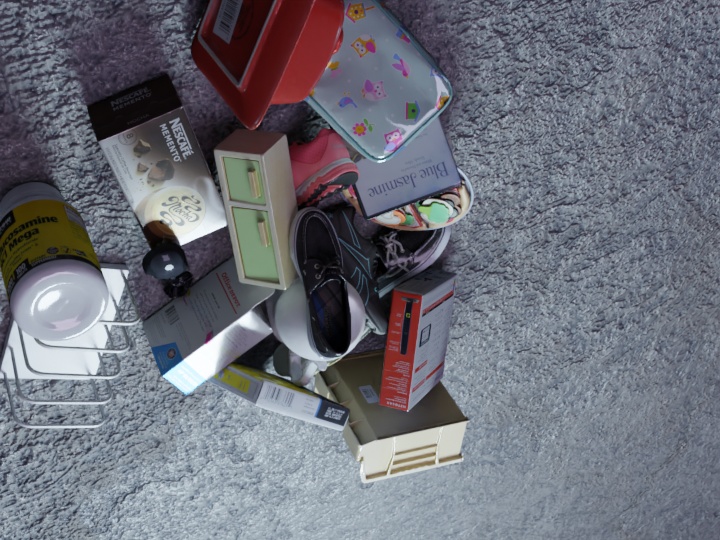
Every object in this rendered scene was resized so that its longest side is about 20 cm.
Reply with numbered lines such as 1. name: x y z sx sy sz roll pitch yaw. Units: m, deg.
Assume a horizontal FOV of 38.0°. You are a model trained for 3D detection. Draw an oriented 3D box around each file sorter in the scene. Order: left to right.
1. file sorter: -0.394 0.104 1.418 0.138 0.125 0.201 5 125 -32

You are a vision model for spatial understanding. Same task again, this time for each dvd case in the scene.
1. dvd case: 0.037 -0.182 1.391 0.142 0.018 0.201 -20 102 8

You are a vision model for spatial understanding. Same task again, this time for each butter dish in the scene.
1. butter dish: -0.084 -0.284 1.219 0.147 0.200 0.201 3 125 -40

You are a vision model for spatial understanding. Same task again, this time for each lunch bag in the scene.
1. lunch bag: 0.005 -0.246 1.329 0.160 0.077 0.200 -43 98 13

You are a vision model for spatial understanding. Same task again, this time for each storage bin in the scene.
1. storage bin: 0.046 0.231 1.722 0.197 0.200 0.094 -8 129 -24

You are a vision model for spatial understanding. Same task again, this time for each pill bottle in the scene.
1. pill bottle: -0.380 -0.018 1.267 0.112 0.200 0.113 -16 133 -18

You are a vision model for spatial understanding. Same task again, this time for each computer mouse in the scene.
1. computer mouse: -0.255 0.010 1.418 0.058 0.034 0.200 -24 166 -8

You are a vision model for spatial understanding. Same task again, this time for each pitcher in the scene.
1. pitcher: -0.068 0.088 1.497 0.120 0.200 0.173 -7 95 -23

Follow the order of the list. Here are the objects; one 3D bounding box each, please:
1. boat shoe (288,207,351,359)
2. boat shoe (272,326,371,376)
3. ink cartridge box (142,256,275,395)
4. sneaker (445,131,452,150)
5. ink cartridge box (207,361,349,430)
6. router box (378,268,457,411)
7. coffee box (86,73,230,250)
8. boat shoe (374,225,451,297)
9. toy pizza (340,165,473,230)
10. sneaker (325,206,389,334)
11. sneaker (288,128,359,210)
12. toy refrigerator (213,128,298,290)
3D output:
1. boat shoe: -0.047 0.017 1.358 0.069 0.066 0.202 -5 91 -23
2. boat shoe: -0.047 0.107 1.640 0.201 0.073 0.060 -33 152 25
3. ink cartridge box: -0.204 0.070 1.503 0.199 0.115 0.068 -36 137 3
4. sneaker: 0.046 -0.191 1.463 0.199 0.082 0.075 25 149 -23
5. ink cartridge box: -0.147 0.174 1.573 0.197 0.199 0.047 24 88 -47
6. router box: 0.092 0.102 1.624 0.200 0.048 0.181 -24 123 -69
7. coffee box: -0.253 -0.131 1.329 0.112 0.080 0.201 -23 135 -7
8. boat shoe: 0.048 -0.024 1.598 0.199 0.074 0.068 -34 151 13
9. toy pizza: 0.061 -0.108 1.485 0.198 0.032 0.201 8 149 5
10. sneaker: 0.000 0.000 1.535 0.079 0.075 0.201 -31 101 -9
11. sneaker: -0.083 -0.128 1.425 0.199 0.087 0.073 -26 167 40
12. toy refrigerator: -0.131 -0.077 1.370 0.070 0.075 0.201 -50 142 -49
